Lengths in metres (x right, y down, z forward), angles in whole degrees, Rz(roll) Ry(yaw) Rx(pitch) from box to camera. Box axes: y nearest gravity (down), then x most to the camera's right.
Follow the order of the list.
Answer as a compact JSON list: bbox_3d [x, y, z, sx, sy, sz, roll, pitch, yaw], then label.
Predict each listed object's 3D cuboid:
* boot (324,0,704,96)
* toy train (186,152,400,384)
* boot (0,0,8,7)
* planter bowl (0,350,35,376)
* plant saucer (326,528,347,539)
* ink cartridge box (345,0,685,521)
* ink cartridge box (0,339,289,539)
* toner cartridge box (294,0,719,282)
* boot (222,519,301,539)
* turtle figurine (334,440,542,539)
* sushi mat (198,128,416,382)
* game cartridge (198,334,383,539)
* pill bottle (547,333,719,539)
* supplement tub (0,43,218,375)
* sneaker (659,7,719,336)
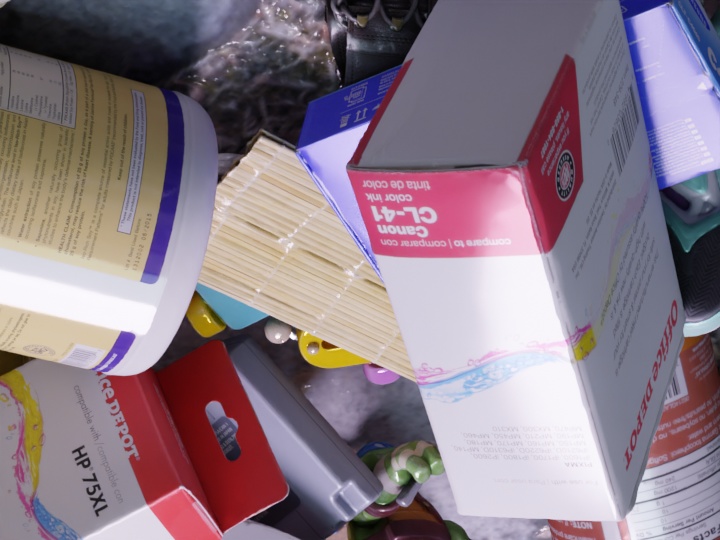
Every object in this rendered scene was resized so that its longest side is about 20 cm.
[{"bbox_3d":[0.070,-0.121,1.110,0.173,0.069,0.200,4,133,-4],"label":"boot"},{"bbox_3d":[-0.008,-0.015,1.226,0.199,0.056,0.150,12,128,-19],"label":"toy train"},{"bbox_3d":[-0.167,-0.204,0.992,0.154,0.072,0.200,-24,139,19],"label":"boot"},{"bbox_3d":[-0.255,0.053,1.245,0.200,0.084,0.201,-3,137,-2],"label":"planter bowl"},{"bbox_3d":[-0.048,0.195,1.452,0.200,0.037,0.201,-3,137,-3],"label":"plant saucer"},{"bbox_3d":[0.076,-0.009,1.012,0.085,0.148,0.200,1,128,23],"label":"ink cartridge box"},{"bbox_3d":[-0.151,0.108,1.188,0.200,0.116,0.067,-28,146,0],"label":"ink cartridge box"},{"bbox_3d":[0.078,-0.068,1.092,0.200,0.043,0.095,-20,124,24],"label":"toner cartridge box"},{"bbox_3d":[-0.077,0.167,1.272,0.200,0.074,0.096,31,170,2],"label":"boot"},{"bbox_3d":[0.068,0.158,1.295,0.199,0.194,0.144,-11,144,-2],"label":"turtle figurine"},{"bbox_3d":[0.000,0.000,1.194,0.200,0.012,0.096,26,122,-29],"label":"sushi mat"},{"bbox_3d":[-0.086,0.122,1.314,0.133,0.042,0.200,51,134,3],"label":"game cartridge"},{"bbox_3d":[0.154,0.113,1.272,0.112,0.112,0.201,-13,104,7],"label":"pill bottle"},{"bbox_3d":[-0.183,-0.038,1.111,0.199,0.146,0.146,15,133,-20],"label":"supplement tub"},{"bbox_3d":[0.193,-0.060,1.176,0.078,0.200,0.140,27,180,9],"label":"sneaker"}]
